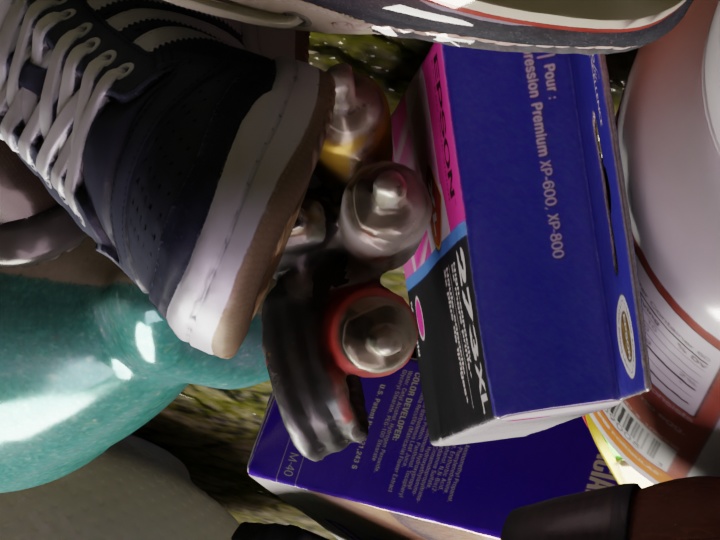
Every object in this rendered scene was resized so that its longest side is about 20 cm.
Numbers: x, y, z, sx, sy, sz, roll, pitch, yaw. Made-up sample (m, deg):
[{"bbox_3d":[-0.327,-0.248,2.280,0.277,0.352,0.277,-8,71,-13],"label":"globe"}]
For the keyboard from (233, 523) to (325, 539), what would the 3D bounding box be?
[{"bbox_3d":[0.046,0.147,1.061,0.199,0.040,0.104,23,169,-11],"label":"keyboard"}]

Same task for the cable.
[{"bbox_3d":[0.000,0.000,0.785,0.050,0.098,0.200,-7,178,4],"label":"cable"}]

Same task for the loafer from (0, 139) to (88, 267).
[{"bbox_3d":[-0.160,-0.053,0.861,0.199,0.073,0.072,4,129,28],"label":"loafer"}]

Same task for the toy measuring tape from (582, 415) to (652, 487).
[{"bbox_3d":[0.124,0.065,0.913,0.073,0.074,0.201,-7,122,47],"label":"toy measuring tape"}]

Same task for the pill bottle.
[{"bbox_3d":[0.112,-0.015,0.681,0.111,0.113,0.200,13,161,2],"label":"pill bottle"}]

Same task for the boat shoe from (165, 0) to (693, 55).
[{"bbox_3d":[-0.018,-0.084,0.632,0.199,0.071,0.063,16,147,12],"label":"boat shoe"}]

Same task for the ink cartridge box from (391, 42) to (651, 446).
[{"bbox_3d":[0.036,-0.008,0.723,0.037,0.095,0.200,-7,175,-7],"label":"ink cartridge box"}]

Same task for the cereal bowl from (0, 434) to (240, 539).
[{"bbox_3d":[-0.134,0.119,1.285,0.199,0.084,0.200,12,161,4],"label":"cereal bowl"}]

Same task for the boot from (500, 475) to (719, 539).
[{"bbox_3d":[0.159,0.088,0.728,0.199,0.069,0.188,-8,149,22],"label":"boot"}]

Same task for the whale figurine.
[{"bbox_3d":[-0.099,0.025,0.918,0.159,0.104,0.199,17,174,-41],"label":"whale figurine"}]

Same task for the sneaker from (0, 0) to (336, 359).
[{"bbox_3d":[-0.068,-0.045,0.683,0.108,0.070,0.200,22,-164,-11],"label":"sneaker"}]

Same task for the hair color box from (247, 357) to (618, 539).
[{"bbox_3d":[0.071,0.086,1.043,0.199,0.065,0.109,10,162,31],"label":"hair color box"}]
